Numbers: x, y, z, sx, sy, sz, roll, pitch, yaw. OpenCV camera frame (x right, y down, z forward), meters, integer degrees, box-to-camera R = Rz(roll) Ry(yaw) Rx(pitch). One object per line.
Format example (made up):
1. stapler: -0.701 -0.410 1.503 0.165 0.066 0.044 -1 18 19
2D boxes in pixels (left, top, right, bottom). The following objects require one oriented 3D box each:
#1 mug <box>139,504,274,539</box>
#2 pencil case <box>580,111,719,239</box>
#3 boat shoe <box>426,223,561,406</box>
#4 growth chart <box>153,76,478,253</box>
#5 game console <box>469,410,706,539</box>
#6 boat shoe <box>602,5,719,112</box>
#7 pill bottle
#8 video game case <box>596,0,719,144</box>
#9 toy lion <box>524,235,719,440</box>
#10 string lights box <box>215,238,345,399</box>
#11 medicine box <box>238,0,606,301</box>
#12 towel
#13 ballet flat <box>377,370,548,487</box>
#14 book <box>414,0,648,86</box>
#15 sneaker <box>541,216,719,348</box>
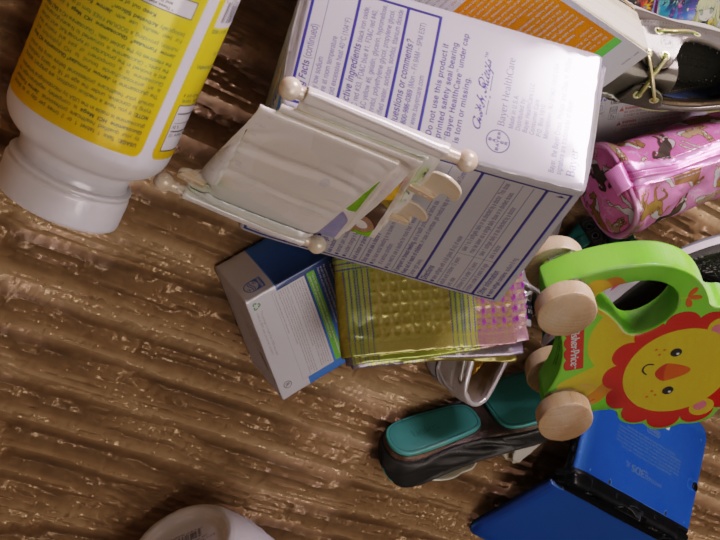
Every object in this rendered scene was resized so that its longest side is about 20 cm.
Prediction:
1. mug: -0.132 0.286 1.249 0.198 0.148 0.177 -15 123 13
2. pencil case: 0.269 -0.088 1.254 0.198 0.083 0.087 -19 135 -20
3. boat shoe: 0.122 0.019 1.280 0.070 0.070 0.202 15 109 -38
4. growth chart: -0.028 -0.057 0.968 0.144 0.200 0.018 24 63 -22
5. game console: 0.219 0.196 1.488 0.199 0.117 0.173 31 68 -42
6. boat shoe: 0.224 -0.157 1.193 0.200 0.060 0.073 -1 118 -33
7. pill bottle: -0.153 -0.131 0.982 0.112 0.112 0.202 14 109 -38
8. video game case: 0.219 -0.173 1.246 0.198 0.036 0.183 -12 125 -27
9. toy lion: 0.226 0.054 1.234 0.189 0.069 0.201 -9 135 -1
10. string lights box: 0.000 0.000 1.197 0.199 0.059 0.104 -30 130 -14
11. medicine box: 0.034 -0.081 1.031 0.198 0.104 0.182 16 155 -7
12. towel: 0.046 -0.029 1.146 0.142 0.023 0.203 -5 86 -13
13. ballet flat: 0.107 0.137 1.354 0.198 0.068 0.069 -15 136 -12
14. book: 0.078 -0.164 1.059 0.199 0.048 0.133 24 132 -36
15. sneaker: 0.233 -0.004 1.300 0.199 0.122 0.084 -29 129 27
